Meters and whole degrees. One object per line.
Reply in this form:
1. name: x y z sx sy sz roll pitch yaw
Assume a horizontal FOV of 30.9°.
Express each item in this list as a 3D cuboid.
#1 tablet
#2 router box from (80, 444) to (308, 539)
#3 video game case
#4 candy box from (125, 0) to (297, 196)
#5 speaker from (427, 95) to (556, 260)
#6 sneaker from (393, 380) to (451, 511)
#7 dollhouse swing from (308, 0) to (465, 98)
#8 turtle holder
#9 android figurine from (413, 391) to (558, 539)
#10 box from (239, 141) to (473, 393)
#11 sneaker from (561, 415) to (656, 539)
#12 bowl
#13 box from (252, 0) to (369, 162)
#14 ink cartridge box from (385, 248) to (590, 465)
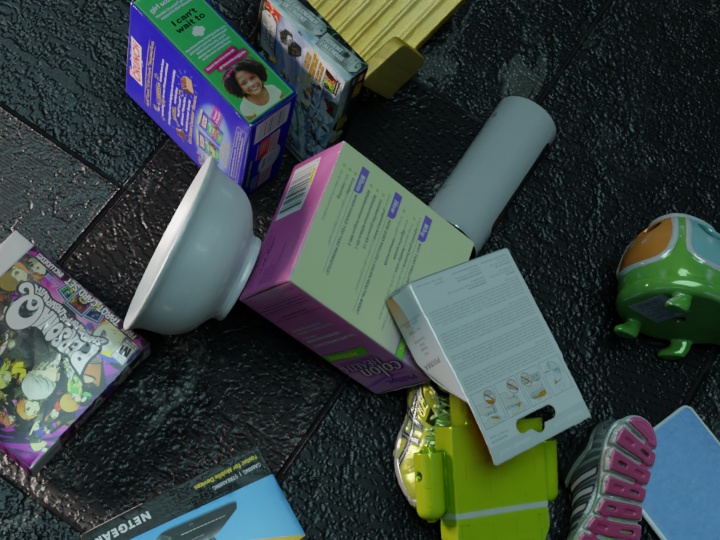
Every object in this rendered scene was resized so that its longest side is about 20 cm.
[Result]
1. tablet: 0.373 0.258 1.419 0.129 0.014 0.201 -31 73 -20
2. router box: -0.157 0.286 1.297 0.199 0.051 0.150 -26 74 -19
3. video game case: -0.352 0.083 1.367 0.199 0.036 0.181 39 67 9
4. candy box: -0.170 -0.199 1.451 0.200 0.169 0.077 45 63 12
5. speaker: 0.146 -0.106 1.509 0.081 0.081 0.201 32 64 6
6. sneaker: 0.076 0.160 1.380 0.074 0.077 0.202 3 67 -10
7. dollhouse swing: 0.007 -0.339 1.538 0.200 0.182 0.176 44 100 11
8. turtle holder: 0.376 0.016 1.459 0.183 0.141 0.133 10 63 -3
9. android figurine: 0.135 0.219 1.347 0.180 0.041 0.203 -3 88 -33
10. box: 0.000 0.000 1.378 0.199 0.096 0.177 35 58 -25
11. sneaker: 0.250 0.247 1.376 0.073 0.087 0.202 18 86 -19
12. bowl: -0.164 -0.011 1.363 0.090 0.201 0.203 27 64 -11
13. box: -0.065 -0.208 1.454 0.040 0.200 0.137 -37 76 -26
14. ink cartridge box: 0.134 0.089 1.346 0.161 0.050 0.202 -18 80 -41
